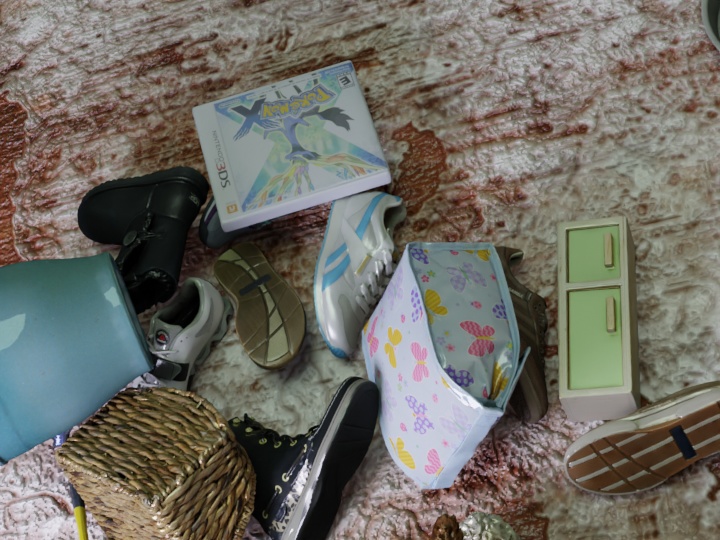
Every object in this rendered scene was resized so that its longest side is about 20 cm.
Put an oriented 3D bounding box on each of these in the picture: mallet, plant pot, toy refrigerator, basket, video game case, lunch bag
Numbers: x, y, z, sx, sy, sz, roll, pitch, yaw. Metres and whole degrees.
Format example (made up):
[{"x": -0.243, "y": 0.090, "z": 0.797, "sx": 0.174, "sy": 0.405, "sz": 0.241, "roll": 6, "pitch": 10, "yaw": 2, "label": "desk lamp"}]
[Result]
[{"x": -0.301, "y": 0.273, "z": 1.659, "sx": 0.041, "sy": 0.066, "sz": 0.201, "roll": -22, "pitch": 43, "yaw": 5, "label": "mallet"}, {"x": -0.323, "y": 0.076, "z": 1.589, "sx": 0.186, "sy": 0.201, "sz": 0.201, "roll": -21, "pitch": 57, "yaw": -6, "label": "plant pot"}, {"x": 0.244, "y": 0.048, "z": 1.564, "sx": 0.075, "sy": 0.070, "sz": 0.202, "roll": -5, "pitch": 60, "yaw": 17, "label": "toy refrigerator"}, {"x": -0.191, "y": 0.221, "z": 1.575, "sx": 0.199, "sy": 0.150, "sz": 0.143, "roll": 13, "pitch": 48, "yaw": 47, "label": "basket"}, {"x": -0.081, "y": -0.145, "z": 1.741, "sx": 0.198, "sy": 0.022, "sz": 0.183, "roll": -17, "pitch": 54, "yaw": -2, "label": "video game case"}, {"x": 0.088, "y": 0.099, "z": 1.522, "sx": 0.126, "sy": 0.170, "sz": 0.201, "roll": 2, "pitch": 53, "yaw": -19, "label": "lunch bag"}]

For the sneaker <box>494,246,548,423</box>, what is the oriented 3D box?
[{"x": 0.168, "y": 0.059, "z": 1.586, "sx": 0.075, "sy": 0.071, "sz": 0.201, "roll": -15, "pitch": 65, "yaw": -12, "label": "sneaker"}]

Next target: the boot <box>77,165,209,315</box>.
[{"x": -0.271, "y": -0.026, "z": 1.744, "sx": 0.199, "sy": 0.077, "sz": 0.169, "roll": -14, "pitch": 43, "yaw": 33, "label": "boot"}]

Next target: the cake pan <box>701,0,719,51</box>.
[{"x": 0.480, "y": -0.291, "z": 1.685, "sx": 0.198, "sy": 0.037, "sz": 0.202, "roll": -9, "pitch": 60, "yaw": 15, "label": "cake pan"}]

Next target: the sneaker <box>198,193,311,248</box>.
[{"x": -0.097, "y": -0.088, "z": 1.760, "sx": 0.200, "sy": 0.075, "sz": 0.087, "roll": -45, "pitch": 62, "yaw": -9, "label": "sneaker"}]

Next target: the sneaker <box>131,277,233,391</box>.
[{"x": -0.219, "y": 0.096, "z": 1.694, "sx": 0.073, "sy": 0.089, "sz": 0.201, "roll": 16, "pitch": 70, "yaw": 25, "label": "sneaker"}]

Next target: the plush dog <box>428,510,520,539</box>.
[{"x": 0.118, "y": 0.319, "z": 1.397, "sx": 0.160, "sy": 0.172, "sz": 0.200, "roll": -44, "pitch": 58, "yaw": -7, "label": "plush dog"}]

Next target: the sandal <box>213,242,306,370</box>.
[{"x": -0.109, "y": 0.044, "z": 1.707, "sx": 0.080, "sy": 0.054, "sz": 0.200, "roll": -28, "pitch": 42, "yaw": -5, "label": "sandal"}]

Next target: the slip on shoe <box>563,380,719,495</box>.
[{"x": 0.295, "y": 0.159, "z": 1.494, "sx": 0.199, "sy": 0.076, "sz": 0.061, "roll": -26, "pitch": 17, "yaw": 14, "label": "slip on shoe"}]

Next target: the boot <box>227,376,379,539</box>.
[{"x": -0.076, "y": 0.177, "z": 1.574, "sx": 0.153, "sy": 0.073, "sz": 0.205, "roll": 31, "pitch": 104, "yaw": 34, "label": "boot"}]

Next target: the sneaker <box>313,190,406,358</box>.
[{"x": 0.000, "y": 0.000, "z": 1.675, "sx": 0.080, "sy": 0.077, "sz": 0.202, "roll": 1, "pitch": 65, "yaw": 19, "label": "sneaker"}]

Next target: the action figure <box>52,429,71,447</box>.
[{"x": -0.347, "y": 0.091, "z": 1.735, "sx": 0.192, "sy": 0.104, "sz": 0.202, "roll": 11, "pitch": 91, "yaw": 19, "label": "action figure"}]
